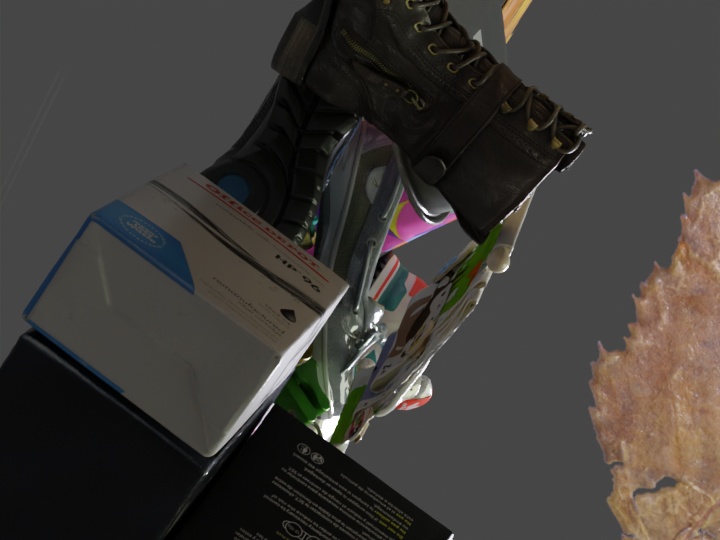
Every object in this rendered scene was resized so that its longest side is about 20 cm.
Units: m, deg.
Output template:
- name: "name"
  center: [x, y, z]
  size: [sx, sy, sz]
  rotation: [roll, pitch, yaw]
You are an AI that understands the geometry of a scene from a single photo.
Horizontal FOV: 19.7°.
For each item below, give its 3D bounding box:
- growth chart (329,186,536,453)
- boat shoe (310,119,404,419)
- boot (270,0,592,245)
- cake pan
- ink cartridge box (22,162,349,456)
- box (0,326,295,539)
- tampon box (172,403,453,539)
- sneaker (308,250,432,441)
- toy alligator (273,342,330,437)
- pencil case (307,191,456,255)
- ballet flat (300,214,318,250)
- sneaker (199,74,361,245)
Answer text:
- name: "growth chart"
  center: [0.045, 0.025, 1.266]
  size: [0.200, 0.018, 0.145]
  rotation: [-51, -171, 25]
- name: "boat shoe"
  center: [0.000, -0.001, 1.378]
  size: [0.074, 0.064, 0.203]
  rotation: [101, -3, -80]
- name: "boot"
  center: [0.055, -0.121, 1.141]
  size: [0.069, 0.174, 0.200]
  rotation: [-51, 177, -41]
- name: "cake pan"
  center: [0.057, -0.130, 1.307]
  size: [0.200, 0.036, 0.202]
  rotation: [-2, 90, -74]
- name: "ink cartridge box"
  center: [-0.079, 0.011, 1.066]
  size: [0.068, 0.116, 0.200]
  rotation: [-54, 178, 16]
- name: "box"
  center: [-0.151, 0.118, 1.105]
  size: [0.200, 0.117, 0.197]
  rotation: [-54, 178, 16]
- name: "tampon box"
  center: [-0.063, 0.204, 1.116]
  size: [0.150, 0.126, 0.200]
  rotation: [-57, 177, 37]
- name: "sneaker"
  center: [0.004, 0.087, 1.504]
  size: [0.200, 0.093, 0.070]
  rotation: [-60, -166, -25]
- name: "toy alligator"
  center: [-0.052, 0.056, 1.319]
  size: [0.059, 0.200, 0.054]
  rotation: [-31, -167, 30]
- name: "pencil case"
  center: [0.014, -0.059, 1.508]
  size: [0.199, 0.089, 0.088]
  rotation: [-28, -172, 24]
- name: "ballet flat"
  center: [-0.065, -0.030, 1.393]
  size: [0.071, 0.071, 0.200]
  rotation: [-54, 177, 0]
- name: "sneaker"
  center: [-0.051, -0.050, 1.232]
  size: [0.200, 0.073, 0.082]
  rotation: [-54, 176, -19]
